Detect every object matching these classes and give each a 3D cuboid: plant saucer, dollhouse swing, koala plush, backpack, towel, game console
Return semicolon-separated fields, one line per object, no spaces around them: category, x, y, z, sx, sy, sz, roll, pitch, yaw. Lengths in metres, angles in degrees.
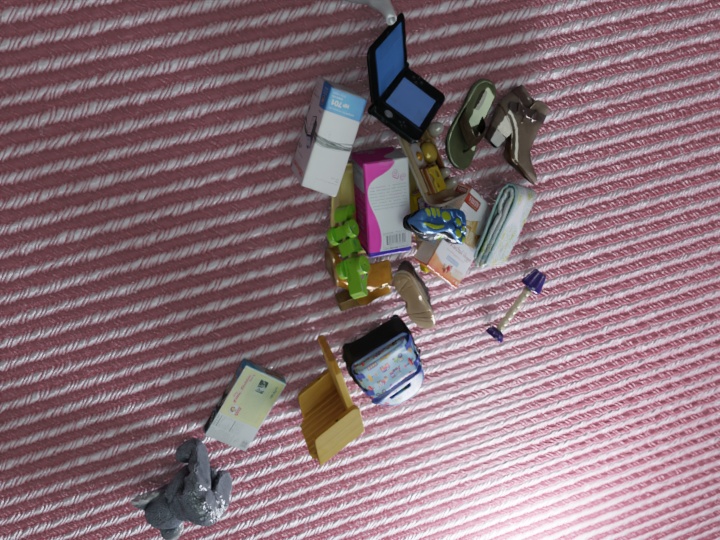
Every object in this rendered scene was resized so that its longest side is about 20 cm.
plant saucer;0.023;-0.143;1.621;0.194;0.049;0.206;-2;111;-17
dollhouse swing;-0.097;0.288;1.668;0.180;0.200;0.177;-36;118;0
koala plush;-0.424;0.537;1.693;0.196;0.185;0.179;-28;117;9
backpack;0.070;0.242;1.743;0.179;0.135;0.203;-28;119;-4
towel;0.334;-0.103;1.688;0.170;0.047;0.204;-6;123;-64
game console;0.095;-0.384;1.448;0.174;0.201;0.117;35;137;-2

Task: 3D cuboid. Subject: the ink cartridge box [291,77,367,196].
ink cartridge box;-0.068;-0.275;1.483;0.084;0.147;0.205;15;106;-20

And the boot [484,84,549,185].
boot;0.378;-0.313;1.655;0.199;0.070;0.147;38;94;-27

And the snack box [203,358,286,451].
snack box;-0.274;0.320;1.716;0.115;0.037;0.203;28;100;-25

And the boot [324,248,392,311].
boot;0.000;0.001;1.644;0.141;0.071;0.204;-23;138;-9

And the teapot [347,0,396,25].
teapot;0.012;-0.609;1.377;0.196;0.146;0.201;22;103;-23

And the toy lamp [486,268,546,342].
toy lamp;0.395;0.087;1.826;0.057;0.058;0.202;29;100;-25

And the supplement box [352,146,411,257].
supplement box;0.045;-0.147;1.543;0.098;0.104;0.205;-9;115;-13

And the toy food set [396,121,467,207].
toy food set;0.159;-0.240;1.543;0.059;0.143;0.204;-22;93;34

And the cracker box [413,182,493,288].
cracker box;0.221;-0.079;1.665;0.133;0.057;0.203;32;88;-44

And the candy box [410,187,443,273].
candy box;0.166;-0.105;1.664;0.101;0.026;0.204;-33;128;-28

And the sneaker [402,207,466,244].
sneaker;0.162;-0.097;1.539;0.197;0.081;0.073;8;84;-48

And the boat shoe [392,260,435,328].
boat shoe;0.136;0.059;1.726;0.070;0.066;0.202;-3;136;32

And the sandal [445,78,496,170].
sandal;0.247;-0.324;1.614;0.078;0.057;0.206;13;107;-21

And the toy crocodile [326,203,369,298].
toy crocodile;-0.019;-0.042;1.543;0.061;0.066;0.206;-1;74;-54
